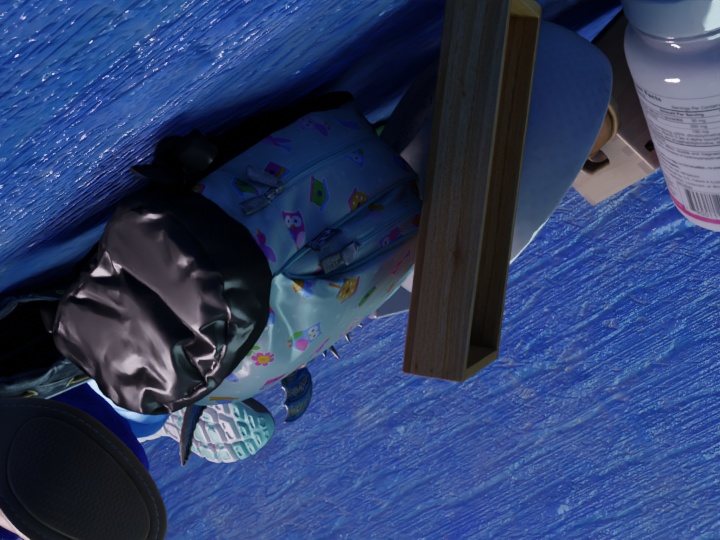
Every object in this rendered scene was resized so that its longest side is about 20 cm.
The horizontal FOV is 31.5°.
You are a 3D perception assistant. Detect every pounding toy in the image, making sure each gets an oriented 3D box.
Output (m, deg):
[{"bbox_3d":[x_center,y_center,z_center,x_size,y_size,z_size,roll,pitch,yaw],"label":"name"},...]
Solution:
[{"bbox_3d":[0.248,-0.147,1.060,0.184,0.142,0.200,-46,180,-10],"label":"pounding toy"}]

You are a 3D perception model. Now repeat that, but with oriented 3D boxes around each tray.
[{"bbox_3d":[0.060,-0.048,0.680,0.037,0.201,0.099,7,-175,16],"label":"tray"}]

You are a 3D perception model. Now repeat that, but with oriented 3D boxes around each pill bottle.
[{"bbox_3d":[0.243,-0.132,0.859,0.113,0.200,0.114,-16,-138,15],"label":"pill bottle"}]

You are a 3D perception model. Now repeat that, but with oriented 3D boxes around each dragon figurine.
[{"bbox_3d":[-0.057,0.062,0.861,0.200,0.099,0.059,-74,-178,-61],"label":"dragon figurine"}]

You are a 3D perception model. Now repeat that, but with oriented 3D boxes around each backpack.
[{"bbox_3d":[-0.052,-0.011,0.693,0.200,0.127,0.167,-34,177,-45],"label":"backpack"}]

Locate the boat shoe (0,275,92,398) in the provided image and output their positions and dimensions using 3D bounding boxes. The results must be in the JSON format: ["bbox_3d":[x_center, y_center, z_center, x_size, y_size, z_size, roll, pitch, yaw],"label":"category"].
[{"bbox_3d":[-0.164,0.031,0.796,0.200,0.071,0.091,-30,177,-24],"label":"boat shoe"}]

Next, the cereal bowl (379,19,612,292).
[{"bbox_3d":[0.067,-0.080,0.816,0.200,0.083,0.200,-50,-163,22],"label":"cereal bowl"}]

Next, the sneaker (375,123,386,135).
[{"bbox_3d":[0.060,-0.085,1.009,0.200,0.084,0.077,-29,177,-36],"label":"sneaker"}]

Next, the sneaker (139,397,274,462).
[{"bbox_3d":[-0.142,0.112,1.142,0.200,0.078,0.091,8,-150,40],"label":"sneaker"}]

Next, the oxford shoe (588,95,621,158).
[{"bbox_3d":[0.142,-0.094,0.952,0.071,0.071,0.200,-53,173,-13],"label":"oxford shoe"}]

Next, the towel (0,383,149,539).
[{"bbox_3d":[-0.257,0.124,0.863,0.200,0.148,0.050,-29,147,-48],"label":"towel"}]

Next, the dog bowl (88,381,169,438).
[{"bbox_3d":[-0.159,0.056,0.994,0.200,0.112,0.050,-34,-170,40],"label":"dog bowl"}]

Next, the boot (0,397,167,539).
[{"bbox_3d":[-0.215,0.124,0.741,0.155,0.199,0.077,133,-22,-61],"label":"boot"}]

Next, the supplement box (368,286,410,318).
[{"bbox_3d":[0.000,0.000,1.023,0.109,0.061,0.200,-13,-176,-31],"label":"supplement box"}]
